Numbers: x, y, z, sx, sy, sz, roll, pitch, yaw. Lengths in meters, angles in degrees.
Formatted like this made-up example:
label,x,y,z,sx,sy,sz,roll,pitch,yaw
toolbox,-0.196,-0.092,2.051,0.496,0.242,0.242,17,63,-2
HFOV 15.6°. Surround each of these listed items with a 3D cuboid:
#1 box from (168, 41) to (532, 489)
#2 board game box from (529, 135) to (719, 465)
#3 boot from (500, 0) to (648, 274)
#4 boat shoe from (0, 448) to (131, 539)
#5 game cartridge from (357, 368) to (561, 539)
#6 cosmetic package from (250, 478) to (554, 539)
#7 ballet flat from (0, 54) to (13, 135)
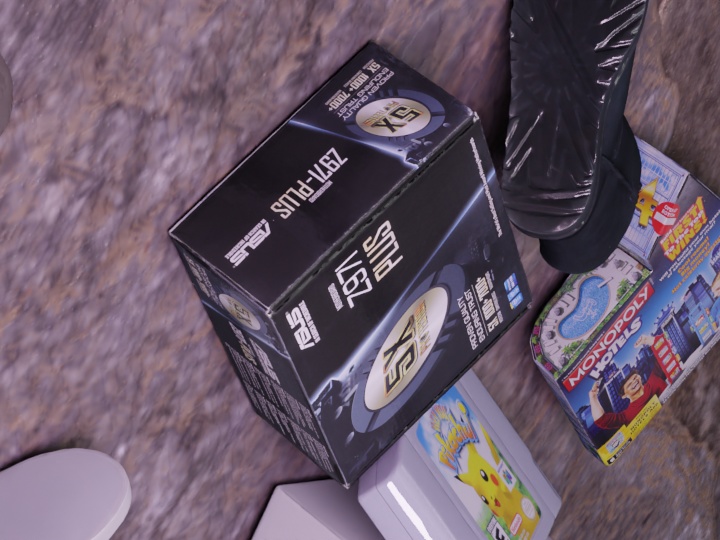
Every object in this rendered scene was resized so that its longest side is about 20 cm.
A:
label,x,y,z,sx,sy,sz,roll,pitch,yaw
box,0.000,0.000,1.490,0.164,0.086,0.200,-43,147,-16
board game box,0.187,0.005,1.768,0.200,0.062,0.200,-48,147,-9
boot,0.133,-0.104,1.583,0.168,0.076,0.201,28,72,-78
boat shoe,-0.203,0.175,1.407,0.200,0.072,0.066,-42,151,-17
game cartridge,0.060,0.132,1.614,0.040,0.133,0.200,-36,-173,23
cosmetic package,0.005,0.244,1.698,0.199,0.123,0.201,0,120,-53
ballet flat,-0.231,-0.074,1.159,0.200,0.046,0.068,-14,100,-54
